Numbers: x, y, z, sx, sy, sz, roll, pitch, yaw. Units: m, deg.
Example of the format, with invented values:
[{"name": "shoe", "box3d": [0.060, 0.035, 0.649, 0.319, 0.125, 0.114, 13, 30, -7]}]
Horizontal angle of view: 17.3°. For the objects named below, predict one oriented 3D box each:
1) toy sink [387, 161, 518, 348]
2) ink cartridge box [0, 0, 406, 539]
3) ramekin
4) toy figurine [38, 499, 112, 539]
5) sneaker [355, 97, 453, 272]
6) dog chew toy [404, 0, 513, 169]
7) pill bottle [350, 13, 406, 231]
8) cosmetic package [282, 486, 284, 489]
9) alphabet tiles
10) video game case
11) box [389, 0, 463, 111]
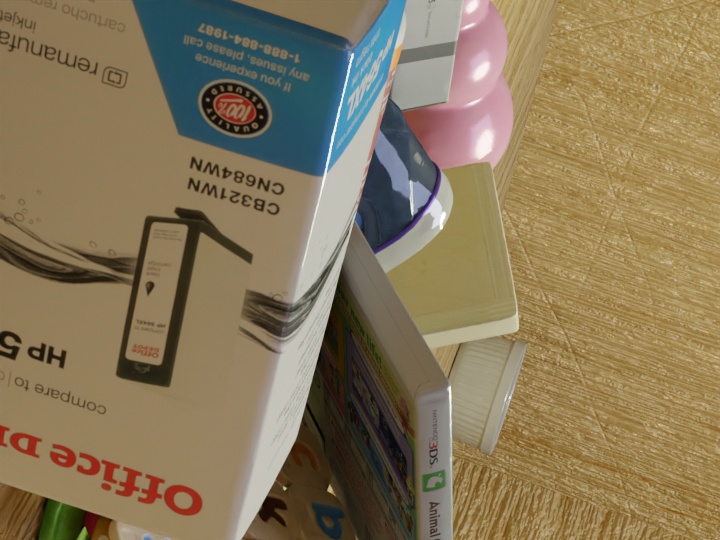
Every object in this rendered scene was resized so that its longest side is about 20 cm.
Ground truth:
[{"name": "toy sink", "box3d": [0.000, 0.000, 1.575, 0.130, 0.198, 0.113, 50, 30, -82]}, {"name": "ink cartridge box", "box3d": [-0.079, -0.022, 0.783, 0.084, 0.145, 0.201, -63, 169, -59]}, {"name": "ramekin", "box3d": [0.201, 0.200, 3.965, 0.200, 0.104, 0.202, 19, 90, -83]}, {"name": "toy figurine", "box3d": [-0.077, 0.191, 1.221, 0.150, 0.183, 0.201, -59, 165, -62]}, {"name": "sneaker", "box3d": [-0.063, -0.034, 1.267, 0.199, 0.146, 0.081, -34, -144, 15]}, {"name": "dog chew toy", "box3d": [0.052, -0.153, 1.699, 0.125, 0.124, 0.201, -65, 163, -48]}, {"name": "pill bottle", "box3d": [-0.055, -0.042, 1.084, 0.113, 0.112, 0.201, -58, 165, -65]}, {"name": "cosmetic package", "box3d": [-0.086, 0.152, 1.389, 0.200, 0.070, 0.106, 96, -15, -59]}, {"name": "alphabet tiles", "box3d": [-0.066, 0.115, 1.150, 0.015, 0.201, 0.195, -36, 150, 25]}, {"name": "video game case", "box3d": [0.001, 0.062, 1.178, 0.200, 0.022, 0.183, -120, -159, -46]}, {"name": "box", "box3d": [0.017, -0.203, 1.245, 0.200, 0.041, 0.157, 94, -18, -61]}]
